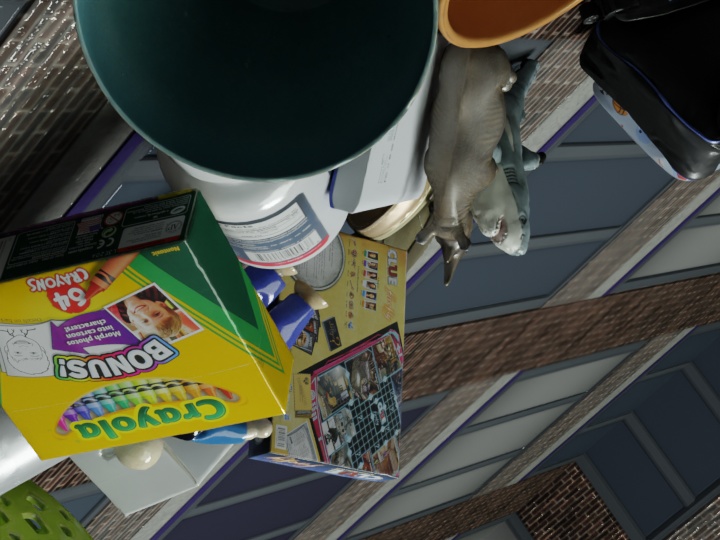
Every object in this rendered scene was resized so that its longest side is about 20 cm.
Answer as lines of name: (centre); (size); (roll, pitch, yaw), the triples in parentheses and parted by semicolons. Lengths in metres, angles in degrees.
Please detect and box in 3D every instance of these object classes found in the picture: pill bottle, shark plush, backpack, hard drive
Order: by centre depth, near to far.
pill bottle: (-0.078, -0.083, 1.228); (0.119, 0.120, 0.200); (-35, 162, -2)
hard drive: (0.027, -0.115, 1.314); (0.200, 0.025, 0.134); (-19, 123, -74)
shark plush: (0.122, -0.101, 1.515); (0.091, 0.083, 0.201); (-55, -166, 39)
backpack: (0.314, -0.190, 1.589); (0.190, 0.200, 0.154); (-37, 169, -17)

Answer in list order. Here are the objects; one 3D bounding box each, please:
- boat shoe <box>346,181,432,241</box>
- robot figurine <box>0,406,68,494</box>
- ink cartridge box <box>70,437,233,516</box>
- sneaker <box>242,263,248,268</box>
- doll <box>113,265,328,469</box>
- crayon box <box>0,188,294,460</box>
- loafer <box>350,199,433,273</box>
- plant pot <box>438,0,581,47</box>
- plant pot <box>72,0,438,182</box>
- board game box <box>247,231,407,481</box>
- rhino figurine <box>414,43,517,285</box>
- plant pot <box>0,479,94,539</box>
boat shoe: (0.036, -0.109, 1.469); (0.064, 0.071, 0.201); (-4, 134, -51)
robot figurine: (-0.261, 0.100, 1.363); (0.199, 0.113, 0.170); (-30, 148, -19)
ink cartridge box: (-0.138, 0.104, 1.496); (0.200, 0.084, 0.145); (-47, -169, -36)
sneaker: (-0.095, -0.035, 1.396); (0.200, 0.071, 0.098); (-44, 163, 29)
doll: (-0.113, 0.079, 1.362); (0.200, 0.137, 0.048); (-45, -155, -6)
crayon box: (-0.170, 0.042, 1.214); (0.198, 0.059, 0.173); (-12, 130, 18)
loafer: (0.000, 0.000, 1.585); (0.076, 0.067, 0.201); (-16, -144, 52)
plant pot: (0.091, -0.254, 1.070); (0.199, 0.141, 0.200); (-32, 162, -12)
plant pot: (-0.051, -0.170, 0.995); (0.200, 0.200, 0.135); (-43, -164, 24)
board game box: (-0.025, 0.067, 1.475); (0.134, 0.202, 0.034); (16, 158, -34)
rhino figurine: (0.079, -0.088, 1.361); (0.087, 0.059, 0.203); (-22, 122, -78)
plant pot: (-0.355, 0.245, 1.444); (0.199, 0.182, 0.200); (-41, 162, 17)
